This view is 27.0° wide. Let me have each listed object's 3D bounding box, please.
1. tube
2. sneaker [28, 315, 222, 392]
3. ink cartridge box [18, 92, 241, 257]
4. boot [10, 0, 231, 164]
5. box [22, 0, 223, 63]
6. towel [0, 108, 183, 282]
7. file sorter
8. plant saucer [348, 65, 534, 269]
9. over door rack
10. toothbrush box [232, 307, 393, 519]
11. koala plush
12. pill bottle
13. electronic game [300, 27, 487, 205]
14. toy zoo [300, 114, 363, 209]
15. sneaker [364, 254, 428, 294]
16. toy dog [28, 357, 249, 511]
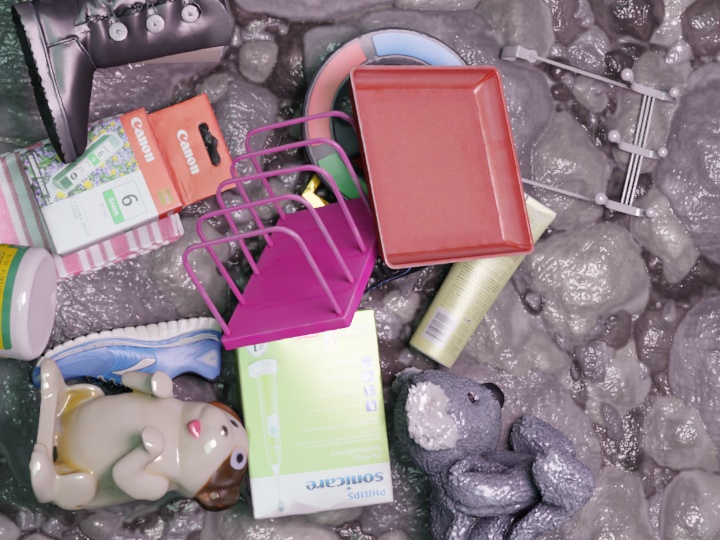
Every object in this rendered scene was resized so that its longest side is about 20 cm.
[{"bbox_3d":[0.124,0.006,1.575,0.052,0.058,0.201,30,90,38],"label":"tube"},{"bbox_3d":[-0.235,0.101,1.521,0.199,0.079,0.090,-8,88,-9],"label":"sneaker"},{"bbox_3d":[-0.230,-0.100,1.511,0.199,0.050,0.109,-22,89,-7],"label":"ink cartridge box"},{"bbox_3d":[-0.221,-0.208,1.462,0.199,0.066,0.166,-20,114,-19],"label":"boot"},{"bbox_3d":[-0.241,-0.249,1.525,0.199,0.082,0.069,-3,88,-10],"label":"box"},{"bbox_3d":[-0.296,-0.069,1.539,0.199,0.030,0.147,-20,91,-8],"label":"towel"},{"bbox_3d":[-0.069,-0.045,1.451,0.138,0.200,0.126,-11,125,27],"label":"file sorter"},{"bbox_3d":[0.075,-0.104,1.496,0.199,0.037,0.201,-6,83,-39],"label":"plant saucer"},{"bbox_3d":[0.237,-0.147,1.601,0.199,0.067,0.149,14,86,-8],"label":"over door rack"},{"bbox_3d":[-0.052,0.144,1.543,0.145,0.086,0.201,-6,89,-9],"label":"toothbrush box"},{"bbox_3d":[0.105,0.185,1.527,0.184,0.177,0.200,-39,98,3],"label":"koala plush"},{"bbox_3d":[-0.409,0.023,1.472,0.199,0.113,0.113,6,88,4],"label":"pill bottle"},{"bbox_3d":[0.037,-0.154,1.563,0.199,0.042,0.201,0,89,-9],"label":"electronic game"},{"bbox_3d":[0.026,-0.100,1.591,0.131,0.020,0.200,34,84,-6],"label":"toy zoo"},{"bbox_3d":[0.000,0.000,1.538,0.199,0.078,0.070,-16,121,4],"label":"sneaker"},{"bbox_3d":[-0.208,0.182,1.461,0.199,0.194,0.140,-1,46,0],"label":"toy dog"}]
